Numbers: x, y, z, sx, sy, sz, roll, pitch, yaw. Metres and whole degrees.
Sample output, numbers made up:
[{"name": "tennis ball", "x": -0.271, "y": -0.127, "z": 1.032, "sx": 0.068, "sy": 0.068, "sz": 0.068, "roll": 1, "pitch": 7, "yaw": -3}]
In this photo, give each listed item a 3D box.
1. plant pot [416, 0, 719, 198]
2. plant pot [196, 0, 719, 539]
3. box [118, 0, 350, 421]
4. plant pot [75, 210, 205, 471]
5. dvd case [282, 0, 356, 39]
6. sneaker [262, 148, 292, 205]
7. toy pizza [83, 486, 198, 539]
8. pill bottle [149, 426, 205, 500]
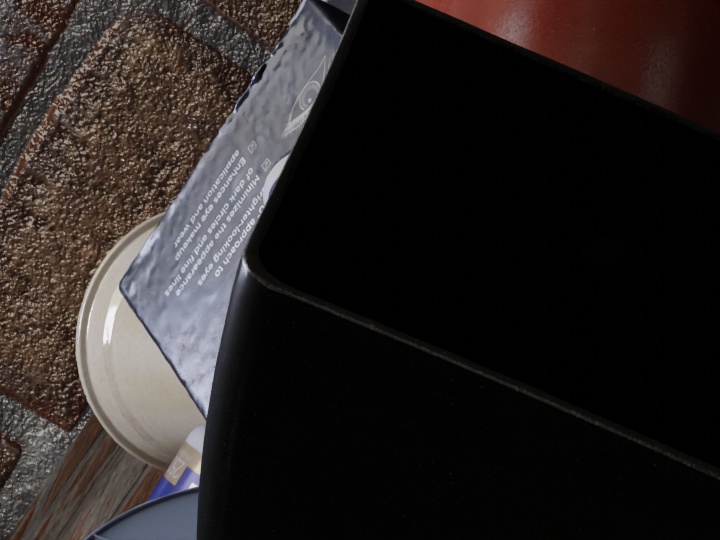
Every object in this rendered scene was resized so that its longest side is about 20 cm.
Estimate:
[{"name": "plant pot", "x": 0.101, "y": -0.078, "z": 0.909, "sx": 0.201, "sy": 0.200, "sz": 0.196, "roll": -49, "pitch": 20, "yaw": 45}, {"name": "plant pot", "x": 0.043, "y": 0.051, "z": 0.751, "sx": 0.200, "sy": 0.199, "sz": 0.178, "roll": -70, "pitch": 5, "yaw": -56}, {"name": "box", "x": 0.000, "y": 0.000, "z": 1.118, "sx": 0.197, "sy": 0.117, "sz": 0.200, "roll": -55, "pitch": 41, "yaw": 15}, {"name": "plant pot", "x": -0.078, "y": 0.054, "z": 1.496, "sx": 0.201, "sy": 0.200, "sz": 0.183, "roll": -59, "pitch": 20, "yaw": -11}, {"name": "dvd case", "x": 0.039, "y": -0.207, "z": 1.232, "sx": 0.201, "sy": 0.018, "sz": 0.142, "roll": -60, "pitch": -21, "yaw": 19}, {"name": "sneaker", "x": 0.018, "y": 0.043, "z": 0.929, "sx": 0.075, "sy": 0.200, "sz": 0.088, "roll": -26, "pitch": 35, "yaw": 19}, {"name": "toy pizza", "x": -0.042, "y": 0.153, "z": 0.944, "sx": 0.200, "sy": 0.199, "sz": 0.032, "roll": -74, "pitch": -16, "yaw": -63}, {"name": "pill bottle", "x": -0.091, "y": 0.196, "z": 1.160, "sx": 0.201, "sy": 0.115, "sz": 0.116, "roll": -58, "pitch": 8, "yaw": -5}]
